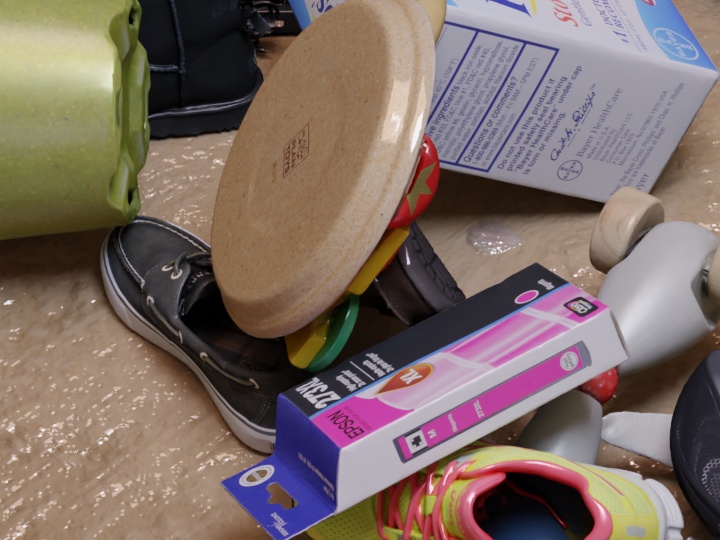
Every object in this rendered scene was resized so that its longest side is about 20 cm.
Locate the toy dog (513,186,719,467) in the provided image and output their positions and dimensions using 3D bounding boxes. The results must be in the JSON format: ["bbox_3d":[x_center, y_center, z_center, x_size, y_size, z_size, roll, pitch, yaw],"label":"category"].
[{"bbox_3d":[0.142,0.048,1.518,0.200,0.096,0.132,-37,53,-13],"label":"toy dog"}]

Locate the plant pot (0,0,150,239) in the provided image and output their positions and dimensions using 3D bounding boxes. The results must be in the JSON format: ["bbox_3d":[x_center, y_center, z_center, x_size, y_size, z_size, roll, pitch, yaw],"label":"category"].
[{"bbox_3d":[-0.215,-0.091,1.597,0.184,0.201,0.201,1,42,4],"label":"plant pot"}]

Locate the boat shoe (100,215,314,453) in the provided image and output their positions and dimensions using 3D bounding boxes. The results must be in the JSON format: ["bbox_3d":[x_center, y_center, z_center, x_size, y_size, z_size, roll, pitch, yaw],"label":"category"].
[{"bbox_3d":[-0.081,0.021,1.568,0.069,0.057,0.200,-25,46,-22],"label":"boat shoe"}]

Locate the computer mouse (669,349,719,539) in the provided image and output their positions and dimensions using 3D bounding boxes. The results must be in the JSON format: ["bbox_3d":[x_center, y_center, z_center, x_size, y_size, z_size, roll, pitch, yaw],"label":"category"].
[{"bbox_3d":[0.190,0.120,1.415,0.053,0.138,0.200,-36,32,22],"label":"computer mouse"}]

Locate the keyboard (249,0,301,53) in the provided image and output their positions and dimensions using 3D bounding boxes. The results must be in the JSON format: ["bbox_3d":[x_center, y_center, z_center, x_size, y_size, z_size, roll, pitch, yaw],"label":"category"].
[{"bbox_3d":[-0.079,-0.179,1.804,0.200,0.040,0.104,-1,41,5],"label":"keyboard"}]

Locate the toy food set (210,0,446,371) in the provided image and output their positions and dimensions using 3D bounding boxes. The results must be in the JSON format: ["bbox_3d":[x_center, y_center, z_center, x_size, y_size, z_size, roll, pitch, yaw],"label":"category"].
[{"bbox_3d":[-0.015,-0.053,1.479,0.049,0.198,0.200,24,29,-26],"label":"toy food set"}]

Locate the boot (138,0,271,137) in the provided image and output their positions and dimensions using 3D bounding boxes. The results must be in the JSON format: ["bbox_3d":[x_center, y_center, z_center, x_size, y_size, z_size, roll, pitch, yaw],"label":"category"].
[{"bbox_3d":[-0.146,-0.153,1.687,0.198,0.163,0.073,-8,41,-5],"label":"boot"}]

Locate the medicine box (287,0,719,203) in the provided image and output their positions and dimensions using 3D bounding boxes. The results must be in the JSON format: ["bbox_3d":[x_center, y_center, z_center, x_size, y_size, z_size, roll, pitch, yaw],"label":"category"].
[{"bbox_3d":[0.074,-0.144,1.649,0.200,0.103,0.182,11,34,-30],"label":"medicine box"}]

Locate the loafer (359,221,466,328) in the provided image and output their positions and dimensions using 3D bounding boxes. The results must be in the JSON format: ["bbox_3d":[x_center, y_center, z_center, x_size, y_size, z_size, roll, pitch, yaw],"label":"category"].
[{"bbox_3d":[0.000,0.000,1.551,0.071,0.073,0.200,-35,15,-5],"label":"loafer"}]

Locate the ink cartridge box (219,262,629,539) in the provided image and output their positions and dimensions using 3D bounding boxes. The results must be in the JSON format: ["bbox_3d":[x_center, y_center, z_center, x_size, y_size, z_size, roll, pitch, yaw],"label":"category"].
[{"bbox_3d":[0.027,0.063,1.421,0.200,0.037,0.095,-29,23,-11],"label":"ink cartridge box"}]

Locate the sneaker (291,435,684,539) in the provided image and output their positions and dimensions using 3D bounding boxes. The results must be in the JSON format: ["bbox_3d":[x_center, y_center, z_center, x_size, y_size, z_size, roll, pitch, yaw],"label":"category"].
[{"bbox_3d":[0.052,0.113,1.402,0.200,0.090,0.078,1,84,24],"label":"sneaker"}]
